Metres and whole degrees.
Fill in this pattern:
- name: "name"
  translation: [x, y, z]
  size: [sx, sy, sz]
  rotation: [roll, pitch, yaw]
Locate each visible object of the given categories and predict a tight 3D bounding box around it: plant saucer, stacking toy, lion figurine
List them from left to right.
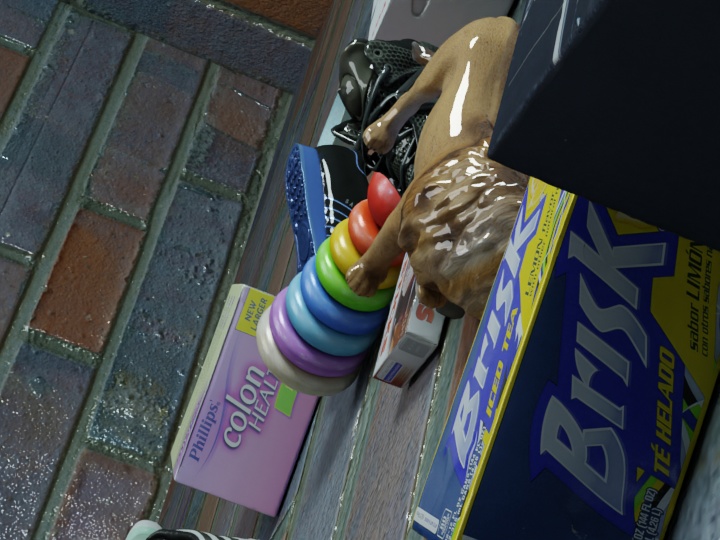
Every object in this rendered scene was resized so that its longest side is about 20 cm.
- name: "plant saucer"
  translation: [-0.024, -0.140, 1.745]
  size: [0.201, 0.038, 0.203]
  rotation: [-159, 89, -83]
- name: "stacking toy"
  translation: [0.000, 0.000, 1.079]
  size: [0.201, 0.085, 0.086]
  rotation: [-56, 15, 41]
- name: "lion figurine"
  translation: [0.049, -0.057, 0.687]
  size: [0.123, 0.072, 0.202]
  rotation: [132, 146, -49]

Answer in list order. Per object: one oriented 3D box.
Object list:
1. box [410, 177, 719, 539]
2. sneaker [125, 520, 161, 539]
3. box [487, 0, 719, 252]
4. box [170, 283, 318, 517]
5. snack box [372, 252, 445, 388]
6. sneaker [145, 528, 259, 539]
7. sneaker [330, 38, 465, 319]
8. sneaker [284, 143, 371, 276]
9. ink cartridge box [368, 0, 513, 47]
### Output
- name: "box"
  translation: [0.082, 0.002, 0.491]
  size: [0.070, 0.064, 0.202]
  rotation: [165, 124, -81]
- name: "sneaker"
  translation: [-0.309, 0.451, 2.105]
  size: [0.118, 0.073, 0.203]
  rotation: [-100, 21, -88]
- name: "box"
  translation: [0.125, -0.127, 0.360]
  size: [0.200, 0.103, 0.184]
  rotation: [124, 164, -62]
- name: "box"
  translation: [-0.098, 0.111, 1.393]
  size: [0.200, 0.096, 0.178]
  rotation: [172, 118, -83]
- name: "snack box"
  translation: [0.050, -0.030, 0.959]
  size: [0.072, 0.024, 0.202]
  rotation: [121, 167, -61]
- name: "sneaker"
  translation: [-0.116, 0.232, 1.119]
  size: [0.201, 0.114, 0.076]
  rotation: [121, 167, -56]
- name: "sneaker"
  translation: [0.030, -0.058, 0.848]
  size: [0.201, 0.113, 0.077]
  rotation: [-80, 11, -45]
- name: "sneaker"
  translation: [-0.012, -0.012, 1.237]
  size: [0.070, 0.077, 0.203]
  rotation: [129, 139, -60]
- name: "ink cartridge box"
  translation: [0.068, -0.231, 1.134]
  size: [0.201, 0.083, 0.147]
  rotation: [-83, 15, -60]
